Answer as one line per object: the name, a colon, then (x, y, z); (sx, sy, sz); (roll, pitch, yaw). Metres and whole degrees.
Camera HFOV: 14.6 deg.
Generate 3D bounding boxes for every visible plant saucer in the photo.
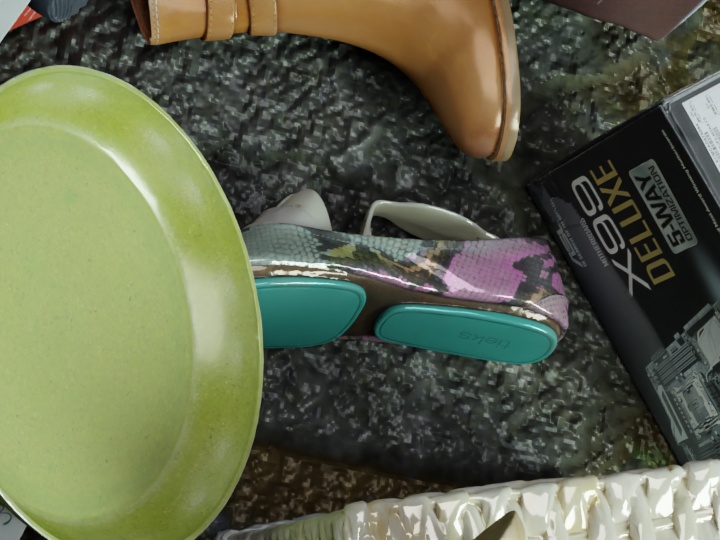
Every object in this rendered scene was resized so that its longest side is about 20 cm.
plant saucer: (-0.112, 0.019, 1.126); (0.200, 0.031, 0.200); (19, 65, -50)

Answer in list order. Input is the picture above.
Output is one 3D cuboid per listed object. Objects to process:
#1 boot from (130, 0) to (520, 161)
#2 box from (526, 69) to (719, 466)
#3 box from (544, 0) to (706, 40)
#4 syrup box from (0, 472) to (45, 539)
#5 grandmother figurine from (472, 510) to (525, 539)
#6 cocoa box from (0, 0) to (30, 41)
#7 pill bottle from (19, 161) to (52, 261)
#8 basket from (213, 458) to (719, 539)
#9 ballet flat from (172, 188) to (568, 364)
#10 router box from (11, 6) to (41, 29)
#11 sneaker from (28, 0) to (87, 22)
boot: (-0.024, -0.122, 1.278); (0.154, 0.074, 0.200); (-17, 73, -23)
box: (0.168, 0.020, 1.267); (0.050, 0.158, 0.200); (-29, 90, -22)
box: (0.091, -0.234, 1.245); (0.200, 0.164, 0.166); (14, 50, -30)
syrup box: (-0.233, 0.084, 1.104); (0.200, 0.079, 0.082); (4, 42, -33)
grandmother figurine: (0.105, 0.192, 1.092); (0.200, 0.061, 0.121); (41, 77, -6)
cocoa box: (-0.199, -0.158, 1.099); (0.131, 0.200, 0.134); (5, 77, -17)
pill bottle: (-0.234, -0.005, 1.158); (0.200, 0.109, 0.109); (-10, 82, -21)
basket: (0.060, 0.190, 1.193); (0.198, 0.161, 0.200); (-5, 82, -21)
ballet flat: (0.000, 0.000, 1.268); (0.200, 0.069, 0.071); (5, 59, -22)
router box: (-0.228, -0.183, 1.229); (0.179, 0.049, 0.200); (-28, 89, -22)
sneaker: (-0.119, -0.194, 1.218); (0.082, 0.070, 0.200); (24, 55, 0)
